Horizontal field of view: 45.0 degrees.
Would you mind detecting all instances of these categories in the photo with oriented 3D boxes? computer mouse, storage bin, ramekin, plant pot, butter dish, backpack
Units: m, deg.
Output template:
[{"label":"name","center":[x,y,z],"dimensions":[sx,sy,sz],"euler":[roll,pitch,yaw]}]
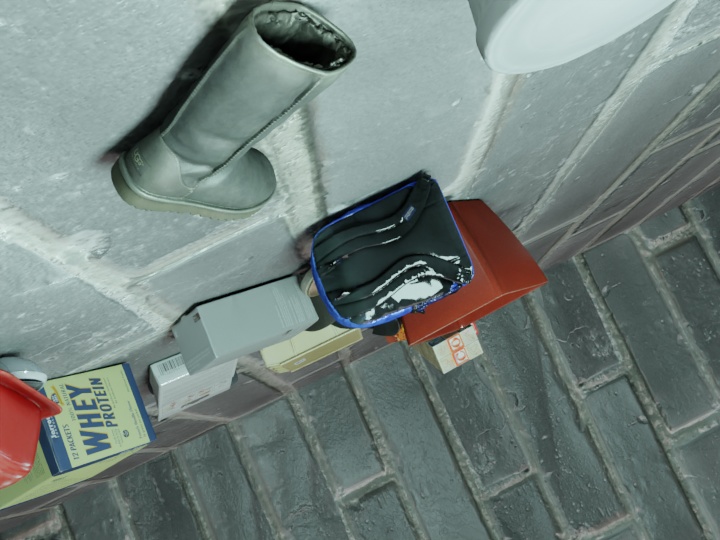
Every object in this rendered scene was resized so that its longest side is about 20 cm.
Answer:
[{"label":"computer mouse","center":[-0.456,0.148,1.085],"dimensions":[0.198,0.045,0.109],"euler":[-31,152,35]},{"label":"storage bin","center":[-0.098,0.120,1.699],"dimensions":[0.195,0.095,0.200],"euler":[-24,170,-3]},{"label":"ramekin","center":[0.152,-0.225,0.568],"dimensions":[0.199,0.096,0.203],"euler":[-24,170,-4]},{"label":"plant pot","center":[0.164,-0.008,1.456],"dimensions":[0.198,0.179,0.198],"euler":[-30,169,32]},{"label":"butter dish","center":[-0.455,0.208,0.976],"dimensions":[0.196,0.151,0.200],"euler":[-13,157,0]},{"label":"backpack","center":[0.032,-0.006,1.184],"dimensions":[0.197,0.165,0.168],"euler":[-24,173,-9]}]

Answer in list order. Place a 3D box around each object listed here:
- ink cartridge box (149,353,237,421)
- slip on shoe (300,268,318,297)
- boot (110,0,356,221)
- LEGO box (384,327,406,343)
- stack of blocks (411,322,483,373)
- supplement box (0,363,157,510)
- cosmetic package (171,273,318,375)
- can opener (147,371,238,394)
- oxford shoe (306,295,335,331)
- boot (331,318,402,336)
[{"label":"ink cartridge box","center":[-0.314,0.201,1.631],"dimensions":[0.159,0.051,0.201],"euler":[-22,162,-23]},{"label":"slip on shoe","center":[0.000,0.000,1.366],"dimensions":[0.197,0.061,0.077],"euler":[-22,149,-30]},{"label":"boot","center":[-0.077,-0.117,0.663],"dimensions":[0.199,0.073,0.181],"euler":[-41,166,32]},{"label":"LEGO box","center":[0.135,0.047,1.682],"dimensions":[0.147,0.078,0.200],"euler":[-16,-162,33]},{"label":"stack of blocks","center":[0.164,0.119,1.665],"dimensions":[0.114,0.059,0.200],"euler":[-28,-164,-8]},{"label":"supplement box","center":[-0.470,0.260,1.364],"dimensions":[0.198,0.136,0.199],"euler":[-31,169,30]},{"label":"cosmetic package","center":[-0.176,0.082,1.335],"dimensions":[0.198,0.092,0.106],"euler":[-22,173,-38]},{"label":"can opener","center":[-0.319,0.209,1.701],"dimensions":[0.197,0.068,0.052],"euler":[-9,163,-43]},{"label":"oxford shoe","center":[-0.093,0.059,1.447],"dimensions":[0.198,0.073,0.071],"euler":[-9,-168,46]},{"label":"boot","center":[0.024,0.035,1.561],"dimensions":[0.175,0.196,0.070],"euler":[-55,157,-49]}]
